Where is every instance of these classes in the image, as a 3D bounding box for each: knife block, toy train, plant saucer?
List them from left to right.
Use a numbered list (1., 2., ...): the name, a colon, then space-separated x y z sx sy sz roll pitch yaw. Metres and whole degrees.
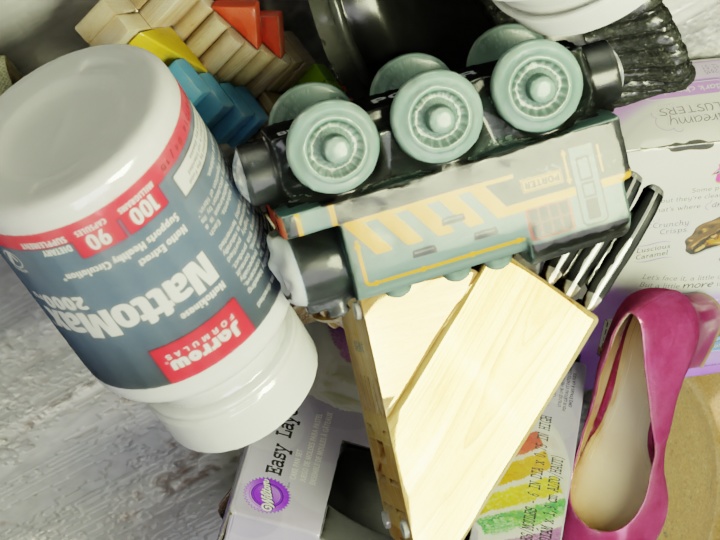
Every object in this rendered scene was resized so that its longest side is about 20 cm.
1. toy train: 0.040 -0.049 1.332 0.200 0.085 0.114 -17 104 -8
2. knife block: 0.084 0.038 1.414 0.175 0.064 0.200 -13 95 -10
3. plant saucer: 0.191 0.133 1.679 0.035 0.200 0.200 -2 153 41

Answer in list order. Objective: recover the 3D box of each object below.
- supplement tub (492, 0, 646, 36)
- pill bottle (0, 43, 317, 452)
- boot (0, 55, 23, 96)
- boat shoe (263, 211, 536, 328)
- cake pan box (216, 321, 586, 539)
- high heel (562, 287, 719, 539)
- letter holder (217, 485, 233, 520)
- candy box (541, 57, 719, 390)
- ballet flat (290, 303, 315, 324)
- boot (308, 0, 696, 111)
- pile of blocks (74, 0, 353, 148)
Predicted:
1. supplement tub: 0.061 -0.215 1.258 0.140 0.140 0.200 -35 130 18
2. pill bottle: -0.103 -0.004 1.358 0.120 0.120 0.200 -27 129 8
3. boot: -0.215 -0.019 1.431 0.155 0.072 0.200 -23 137 0
4. boat shoe: 0.000 0.000 1.460 0.200 0.069 0.074 -6 175 -3
5. cake pan box: 0.026 0.109 1.516 0.184 0.200 0.052 15 132 1
6. high heel: 0.142 0.102 1.531 0.096 0.067 0.200 -3 124 -57
7. letter holder: 0.010 0.147 1.664 0.200 0.101 0.142 13 131 -30
8. candy box: 0.201 -0.029 1.567 0.168 0.072 0.200 -6 137 -14
9. ballet flat: 0.012 -0.015 1.533 0.200 0.071 0.065 -14 165 -1
10. boot: 0.072 -0.134 1.402 0.158 0.079 0.211 -26 146 15
11. pile of blocks: -0.049 -0.098 1.397 0.200 0.082 0.062 25 122 -37
